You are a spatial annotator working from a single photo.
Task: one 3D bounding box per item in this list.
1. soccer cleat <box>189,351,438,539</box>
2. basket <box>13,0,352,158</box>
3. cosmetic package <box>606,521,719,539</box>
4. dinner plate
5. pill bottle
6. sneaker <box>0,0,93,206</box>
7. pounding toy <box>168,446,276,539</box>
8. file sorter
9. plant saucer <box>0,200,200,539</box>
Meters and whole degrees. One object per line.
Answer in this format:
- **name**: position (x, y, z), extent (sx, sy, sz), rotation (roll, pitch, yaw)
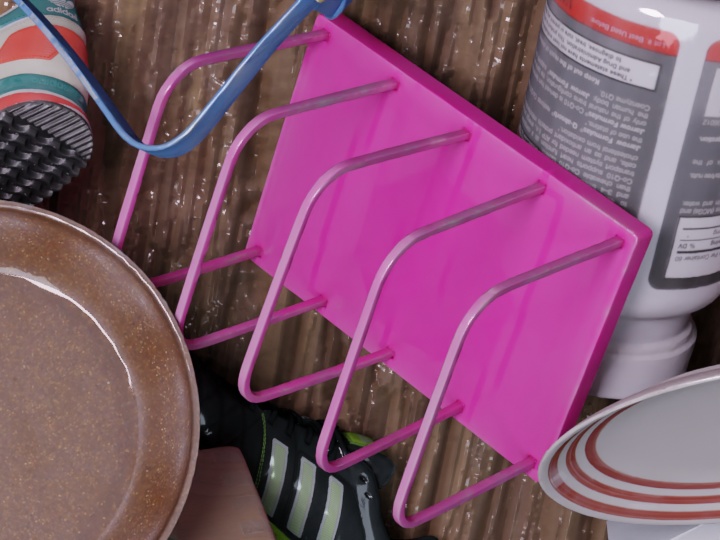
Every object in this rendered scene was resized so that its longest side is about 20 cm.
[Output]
- **soccer cleat**: position (-0.035, 0.098, 1.272), extent (0.081, 0.068, 0.200), rotation (-39, 110, 0)
- **basket**: position (-0.073, -0.173, 1.075), extent (0.200, 0.139, 0.176), rotation (-47, 71, 10)
- **cosmetic package**: position (0.242, 0.183, 1.302), extent (0.150, 0.052, 0.200), rotation (-29, 112, 13)
- **dinner plate**: position (0.178, 0.074, 1.131), extent (0.199, 0.024, 0.200), rotation (-5, 157, -2)
- **pill bottle**: position (0.128, -0.049, 1.158), extent (0.115, 0.116, 0.201), rotation (10, 116, -3)
- **sneaker**: position (-0.194, -0.068, 1.194), extent (0.070, 0.094, 0.199), rotation (23, 144, -34)
- **pounding toy**: position (-0.096, 0.183, 1.180), extent (0.199, 0.142, 0.185), rotation (-7, 131, -17)
- **file sorter**: position (0.000, 0.000, 1.123), extent (0.200, 0.125, 0.140), rotation (37, 125, 27)
- **plant saucer**: position (-0.172, 0.069, 1.110), extent (0.199, 0.037, 0.202), rotation (2, 78, -7)
